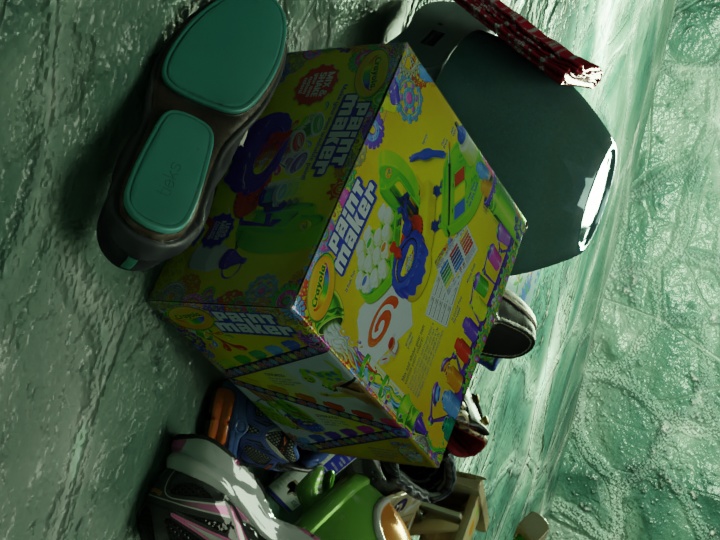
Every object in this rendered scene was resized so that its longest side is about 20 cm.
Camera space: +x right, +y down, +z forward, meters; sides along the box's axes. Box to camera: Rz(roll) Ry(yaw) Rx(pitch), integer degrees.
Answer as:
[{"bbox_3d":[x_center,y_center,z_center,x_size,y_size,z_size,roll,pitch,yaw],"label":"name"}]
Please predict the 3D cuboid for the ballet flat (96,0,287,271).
[{"bbox_3d":[-0.098,-0.078,0.788,0.074,0.072,0.201,85,20,-49],"label":"ballet flat"}]

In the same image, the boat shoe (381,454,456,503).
[{"bbox_3d":[0.015,0.097,1.110,0.071,0.091,0.201,-37,123,-2],"label":"boat shoe"}]

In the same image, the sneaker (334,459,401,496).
[{"bbox_3d":[0.002,0.205,1.306,0.077,0.083,0.203,-37,139,-63],"label":"sneaker"}]

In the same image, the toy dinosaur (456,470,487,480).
[{"bbox_3d":[0.040,0.136,1.331,0.060,0.202,0.106,-18,159,-21],"label":"toy dinosaur"}]

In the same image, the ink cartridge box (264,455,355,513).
[{"bbox_3d":[-0.003,0.127,1.216,0.200,0.037,0.095,-41,156,-7],"label":"ink cartridge box"}]

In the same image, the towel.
[{"bbox_3d":[0.105,-0.210,1.109,0.023,0.199,0.144,-53,169,15],"label":"towel"}]

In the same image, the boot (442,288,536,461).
[{"bbox_3d":[0.071,0.074,1.084,0.199,0.073,0.152,24,43,-38],"label":"boot"}]

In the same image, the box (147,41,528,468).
[{"bbox_3d":[-0.005,-0.009,0.925,0.193,0.121,0.202,50,53,-42],"label":"box"}]

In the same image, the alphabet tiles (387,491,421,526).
[{"bbox_3d":[-0.021,0.289,1.290,0.166,0.008,0.202,-5,127,-59],"label":"alphabet tiles"}]

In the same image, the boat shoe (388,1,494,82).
[{"bbox_3d":[0.061,-0.165,1.202,0.200,0.070,0.092,-43,150,-54],"label":"boat shoe"}]

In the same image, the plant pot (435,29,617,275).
[{"bbox_3d":[0.130,-0.077,1.132,0.201,0.133,0.202,-56,157,-38],"label":"plant pot"}]

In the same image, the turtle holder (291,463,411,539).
[{"bbox_3d":[-0.036,0.253,1.097,0.185,0.132,0.141,-41,169,-24],"label":"turtle holder"}]

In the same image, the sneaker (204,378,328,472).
[{"bbox_3d":[-0.053,0.126,1.068,0.200,0.078,0.076,4,101,-73],"label":"sneaker"}]

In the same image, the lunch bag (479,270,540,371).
[{"bbox_3d":[0.127,-0.021,1.453,0.201,0.126,0.172,93,18,-63],"label":"lunch bag"}]

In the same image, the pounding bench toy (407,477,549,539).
[{"bbox_3d":[0.084,0.304,1.456,0.125,0.198,0.157,76,32,-59],"label":"pounding bench toy"}]

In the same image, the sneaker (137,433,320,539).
[{"bbox_3d":[-0.083,0.205,0.969,0.200,0.080,0.087,47,66,-22],"label":"sneaker"}]
